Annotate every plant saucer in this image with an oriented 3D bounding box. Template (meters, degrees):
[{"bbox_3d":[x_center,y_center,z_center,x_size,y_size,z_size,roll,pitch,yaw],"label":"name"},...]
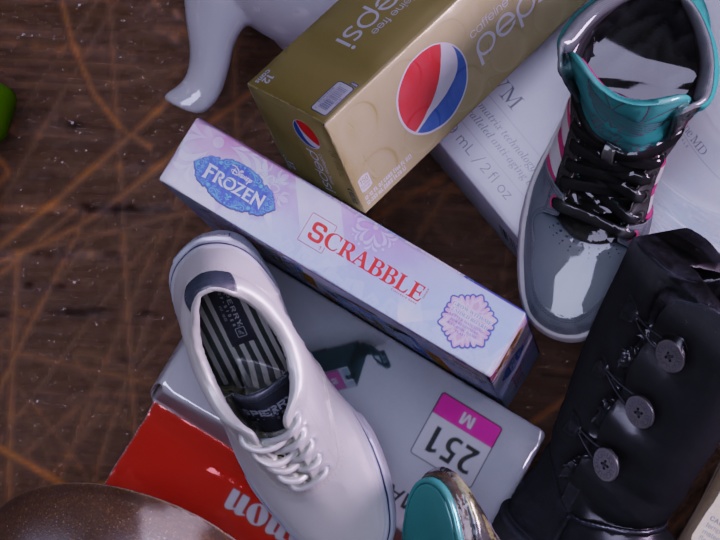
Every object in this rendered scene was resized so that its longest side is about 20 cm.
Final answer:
[{"bbox_3d":[-0.121,0.198,1.446,0.200,0.201,0.037,20,47,8],"label":"plant saucer"}]

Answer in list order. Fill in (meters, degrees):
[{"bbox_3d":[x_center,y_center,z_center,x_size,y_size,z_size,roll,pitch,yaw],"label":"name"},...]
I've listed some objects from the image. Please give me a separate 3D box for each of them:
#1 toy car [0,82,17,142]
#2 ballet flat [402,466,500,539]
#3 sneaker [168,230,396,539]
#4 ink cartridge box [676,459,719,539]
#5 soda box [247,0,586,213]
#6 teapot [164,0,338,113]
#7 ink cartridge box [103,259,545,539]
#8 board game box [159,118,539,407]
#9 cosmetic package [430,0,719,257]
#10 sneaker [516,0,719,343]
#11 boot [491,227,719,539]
[{"bbox_3d":[-0.323,-0.059,1.523,0.199,0.158,0.165,15,80,20],"label":"toy car"},{"bbox_3d":[0.059,0.197,1.419,0.072,0.072,0.201,1,102,6],"label":"ballet flat"},{"bbox_3d":[-0.044,0.077,1.377,0.073,0.071,0.200,-26,109,13],"label":"sneaker"},{"bbox_3d":[0.245,0.217,1.456,0.200,0.075,0.165,31,85,10],"label":"ink cartridge box"},{"bbox_3d":[0.040,-0.126,1.389,0.200,0.068,0.064,-43,46,-18],"label":"soda box"},{"bbox_3d":[0.004,-0.182,1.500,0.199,0.198,0.147,-1,120,27],"label":"teapot"},{"bbox_3d":[-0.026,0.113,1.450,0.200,0.044,0.174,31,70,-4],"label":"ink cartridge box"},{"bbox_3d":[0.000,0.000,1.447,0.199,0.200,0.041,31,86,8],"label":"board game box"},{"bbox_3d":[0.167,-0.069,1.478,0.200,0.123,0.200,-40,81,-1],"label":"cosmetic package"},{"bbox_3d":[0.129,-0.064,1.358,0.083,0.121,0.201,17,85,8],"label":"sneaker"},{"bbox_3d":[0.168,0.101,1.369,0.165,0.066,0.200,37,118,20],"label":"boot"}]
